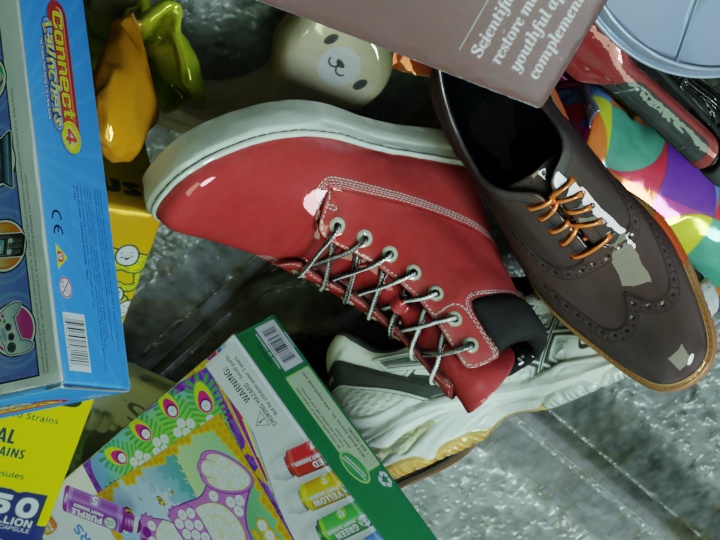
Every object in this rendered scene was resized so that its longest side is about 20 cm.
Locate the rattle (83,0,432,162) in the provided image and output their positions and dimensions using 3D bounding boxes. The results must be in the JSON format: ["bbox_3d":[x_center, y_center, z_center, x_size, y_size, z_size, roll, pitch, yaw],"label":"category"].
[{"bbox_3d":[-0.026,-0.100,1.319,0.200,0.143,0.130,14,99,-14],"label":"rattle"}]

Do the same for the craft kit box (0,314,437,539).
[{"bbox_3d":[-0.058,0.157,1.396,0.198,0.049,0.200,-41,82,34],"label":"craft kit box"}]

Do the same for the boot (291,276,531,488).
[{"bbox_3d":[0.006,0.063,1.466,0.097,0.075,0.200,31,113,-31],"label":"boot"}]

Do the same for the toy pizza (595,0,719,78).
[{"bbox_3d":[0.172,-0.191,1.342,0.200,0.032,0.200,-10,110,-27],"label":"toy pizza"}]

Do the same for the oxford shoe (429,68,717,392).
[{"bbox_3d":[0.094,-0.024,1.331,0.071,0.073,0.200,-39,86,12],"label":"oxford shoe"}]

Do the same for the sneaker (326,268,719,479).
[{"bbox_3d":[0.077,0.030,1.401,0.200,0.076,0.088,-23,86,1],"label":"sneaker"}]

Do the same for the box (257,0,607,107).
[{"bbox_3d":[0.026,-0.207,1.221,0.164,0.200,0.166,19,116,-24],"label":"box"}]

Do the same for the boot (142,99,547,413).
[{"bbox_3d":[0.000,0.000,1.308,0.200,0.144,0.072,3,143,-44],"label":"boot"}]

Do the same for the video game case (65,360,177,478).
[{"bbox_3d":[-0.095,0.158,1.453,0.182,0.023,0.200,23,115,22],"label":"video game case"}]

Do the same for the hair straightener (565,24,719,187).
[{"bbox_3d":[0.140,-0.107,1.382,0.200,0.077,0.041,37,121,-6],"label":"hair straightener"}]

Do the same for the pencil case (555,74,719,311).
[{"bbox_3d":[0.164,-0.034,1.437,0.200,0.088,0.088,25,114,-26],"label":"pencil case"}]

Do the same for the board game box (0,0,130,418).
[{"bbox_3d":[-0.208,-0.027,1.244,0.196,0.200,0.056,-12,169,26],"label":"board game box"}]

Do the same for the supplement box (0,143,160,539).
[{"bbox_3d":[-0.182,0.017,1.371,0.109,0.110,0.200,12,118,-20],"label":"supplement box"}]
